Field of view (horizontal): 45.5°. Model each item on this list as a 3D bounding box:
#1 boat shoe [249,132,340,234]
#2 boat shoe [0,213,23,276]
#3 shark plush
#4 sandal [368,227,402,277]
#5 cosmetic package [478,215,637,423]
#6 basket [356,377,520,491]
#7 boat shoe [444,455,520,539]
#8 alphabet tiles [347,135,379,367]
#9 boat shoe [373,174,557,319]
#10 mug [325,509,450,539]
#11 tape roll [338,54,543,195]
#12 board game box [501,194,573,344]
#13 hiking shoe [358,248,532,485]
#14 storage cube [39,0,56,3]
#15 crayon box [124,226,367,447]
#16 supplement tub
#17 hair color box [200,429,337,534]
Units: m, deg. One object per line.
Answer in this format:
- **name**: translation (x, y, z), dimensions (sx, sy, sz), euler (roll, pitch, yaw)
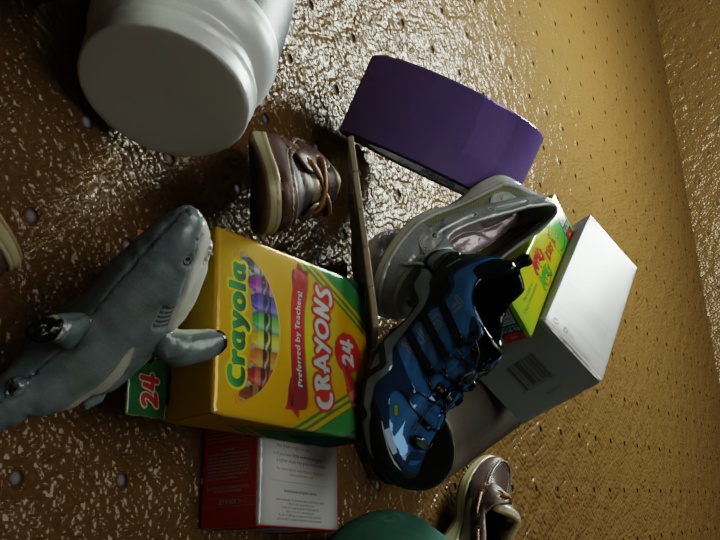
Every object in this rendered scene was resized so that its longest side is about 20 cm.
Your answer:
- **boat shoe**: translation (-0.051, -0.074, 0.681), dimensions (0.200, 0.071, 0.073), euler (-117, -154, -77)
- **boat shoe**: translation (-0.263, -0.053, 0.446), dimensions (0.072, 0.072, 0.201), euler (-50, 138, -18)
- **shark plush**: translation (-0.171, 0.035, 0.495), dimensions (0.091, 0.199, 0.083), euler (58, -14, 17)
- **sandal**: translation (0.044, -0.008, 0.858), dimensions (0.206, 0.059, 0.080), euler (-2, 74, -59)
- **cosmetic package**: translation (0.197, 0.044, 0.864), dimensions (0.085, 0.107, 0.200), euler (46, 42, -5)
- **basket**: translation (0.088, 0.125, 0.880), dimensions (0.182, 0.135, 0.200), euler (59, 37, -2)
- **boat shoe**: translation (0.141, 0.274, 0.931), dimensions (0.200, 0.071, 0.073), euler (-46, 117, -55)
- **alphabet tiles**: translation (0.000, 0.000, 0.784), dimensions (0.200, 0.007, 0.169), euler (94, -11, -70)
- **boat shoe**: translation (0.092, -0.020, 0.770), dimensions (0.201, 0.064, 0.075), euler (-32, 127, -30)
- **mug**: translation (0.010, 0.265, 0.683), dimensions (0.153, 0.114, 0.185), euler (-53, 135, -8)
- **tape roll**: translation (0.083, -0.140, 0.894), dimensions (0.199, 0.199, 0.086), euler (21, 97, -54)
- **board game box**: translation (0.134, 0.004, 0.836), dimensions (0.048, 0.101, 0.200), euler (57, 36, -15)
- **hiking shoe**: translation (0.062, 0.067, 0.656), dimensions (0.074, 0.086, 0.202), euler (40, 61, -37)
- **storage cube**: translation (-0.181, -0.286, 0.511), dimensions (0.179, 0.170, 0.202), euler (36, 71, -47)
- **crayon box**: translation (-0.071, 0.052, 0.610), dimensions (0.199, 0.050, 0.128), euler (21, 61, -49)
- **supplement tub**: translation (-0.121, -0.202, 0.649), dimensions (0.140, 0.139, 0.202), euler (46, 42, -40)
- **hair color box**: translation (-0.070, 0.105, 0.692), dimensions (0.101, 0.061, 0.202), euler (26, 58, -50)
